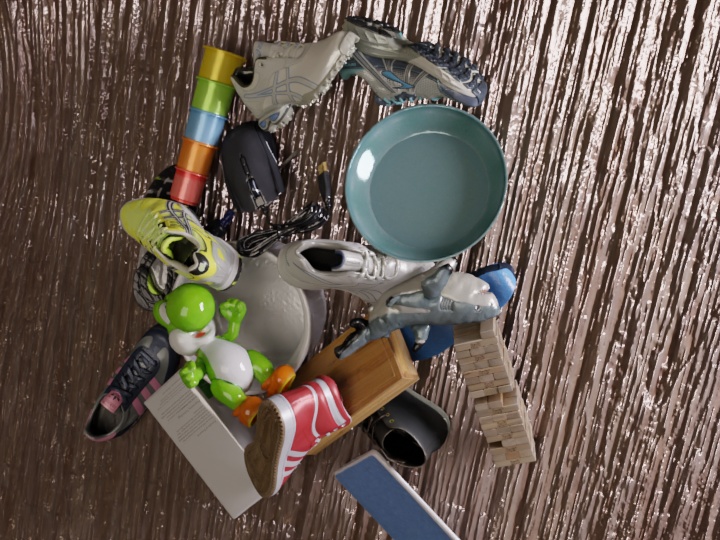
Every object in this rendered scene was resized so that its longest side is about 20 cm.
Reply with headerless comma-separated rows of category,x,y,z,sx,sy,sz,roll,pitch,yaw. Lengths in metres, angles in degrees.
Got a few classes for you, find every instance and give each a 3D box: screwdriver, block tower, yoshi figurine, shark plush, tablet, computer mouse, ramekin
screwdriver,-0.156,-0.091,1.344,0.029,0.028,0.200,41,93,-4
block tower,0.163,0.145,1.255,0.057,0.054,0.201,-13,117,13
yoshi figurine,-0.178,0.091,1.266,0.200,0.112,0.112,41,107,12
shark plush,0.059,0.057,1.202,0.199,0.091,0.084,-27,93,0
tablet,0.058,0.321,1.343,0.200,0.014,0.130,47,145,-1
computer mouse,-0.110,-0.125,1.288,0.139,0.046,0.202,-19,61,14
ramekin,-0.141,0.053,1.354,0.199,0.098,0.203,4,102,18

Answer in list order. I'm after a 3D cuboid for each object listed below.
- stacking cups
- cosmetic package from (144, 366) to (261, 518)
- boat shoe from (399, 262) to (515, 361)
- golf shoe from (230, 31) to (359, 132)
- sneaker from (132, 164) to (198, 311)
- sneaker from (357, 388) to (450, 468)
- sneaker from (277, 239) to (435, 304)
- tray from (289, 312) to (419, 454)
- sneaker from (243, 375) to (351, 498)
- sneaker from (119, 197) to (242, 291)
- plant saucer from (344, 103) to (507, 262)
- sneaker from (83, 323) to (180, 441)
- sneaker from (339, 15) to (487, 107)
stacking cups,-0.205,-0.185,1.325,0.060,0.060,0.202,20,94,14
cosmetic package,-0.186,0.221,1.400,0.085,0.108,0.200,-41,88,20
boat shoe,0.113,0.056,1.285,0.199,0.069,0.085,-24,101,23
golf shoe,-0.087,-0.244,1.241,0.097,0.079,0.199,43,137,-17
sneaker,-0.264,-0.045,1.391,0.073,0.081,0.202,15,86,-8
sneaker,0.015,0.178,1.320,0.199,0.106,0.075,23,108,13
sneaker,0.000,0.000,1.247,0.198,0.087,0.075,4,82,-11
tray,-0.021,0.142,1.296,0.200,0.037,0.099,-41,57,32
sneaker,-0.078,0.205,1.274,0.071,0.112,0.201,51,145,24
sneaker,-0.235,-0.045,1.283,0.199,0.076,0.076,27,93,31
plant saucer,0.081,-0.102,1.246,0.198,0.036,0.202,-3,74,13
sneaker,-0.322,0.165,1.448,0.070,0.082,0.201,35,110,9
sneaker,0.060,-0.236,1.248,0.199,0.078,0.087,29,121,19
